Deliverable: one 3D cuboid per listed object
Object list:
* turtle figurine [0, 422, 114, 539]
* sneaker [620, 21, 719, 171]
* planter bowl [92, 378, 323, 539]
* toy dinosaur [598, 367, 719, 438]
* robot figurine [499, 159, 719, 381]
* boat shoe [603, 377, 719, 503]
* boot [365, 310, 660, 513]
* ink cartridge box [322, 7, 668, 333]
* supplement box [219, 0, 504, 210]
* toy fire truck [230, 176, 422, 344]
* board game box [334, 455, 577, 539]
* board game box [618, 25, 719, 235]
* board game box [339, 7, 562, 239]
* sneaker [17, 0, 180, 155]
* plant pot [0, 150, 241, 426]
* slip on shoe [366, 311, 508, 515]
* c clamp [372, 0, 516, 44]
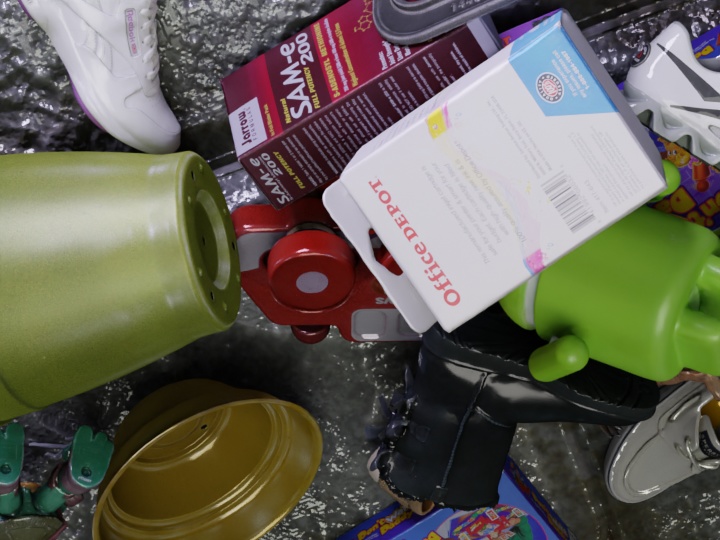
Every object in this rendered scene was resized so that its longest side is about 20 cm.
[{"bbox_3d":[-0.266,0.174,1.470,0.149,0.101,0.200,-14,165,-28],"label":"turtle figurine"},{"bbox_3d":[0.281,-0.106,1.343,0.199,0.074,0.089,29,101,-20],"label":"sneaker"},{"bbox_3d":[-0.137,0.148,1.502,0.199,0.084,0.201,-21,140,-19],"label":"planter bowl"},{"bbox_3d":[0.219,0.061,1.462,0.135,0.086,0.201,-13,142,-1],"label":"toy dinosaur"},{"bbox_3d":[0.182,0.007,1.355,0.199,0.176,0.116,22,164,24],"label":"robot figurine"},{"bbox_3d":[0.282,0.131,1.551,0.071,0.070,0.200,39,109,-23],"label":"boat shoe"},{"bbox_3d":[0.110,0.119,1.432,0.197,0.074,0.163,16,125,-4],"label":"boot"},{"bbox_3d":[0.086,-0.063,1.254,0.199,0.125,0.129,-33,97,13],"label":"ink cartridge box"},{"bbox_3d":[0.001,-0.140,1.352,0.199,0.109,0.061,-30,129,11],"label":"supplement box"},{"bbox_3d":[0.000,0.000,1.444,0.198,0.113,0.169,-2,138,-2],"label":"toy fire truck"},{"bbox_3d":[0.074,0.253,1.617,0.199,0.045,0.135,-33,117,13],"label":"board game box"},{"bbox_3d":[0.255,-0.095,1.428,0.199,0.045,0.135,-31,117,12],"label":"board game box"},{"bbox_3d":[0.076,-0.108,1.369,0.199,0.120,0.032,-23,135,5],"label":"board game box"},{"bbox_3d":[-0.172,-0.170,1.344,0.099,0.075,0.201,-25,118,11],"label":"sneaker"},{"bbox_3d":[-0.194,-0.004,1.347,0.192,0.201,0.201,-12,120,13],"label":"plant pot"},{"bbox_3d":[0.082,0.116,1.515,0.200,0.061,0.076,-51,156,24],"label":"slip on shoe"},{"bbox_3d":[0.090,-0.242,1.303,0.199,0.172,0.027,-25,141,24],"label":"c clamp"}]
